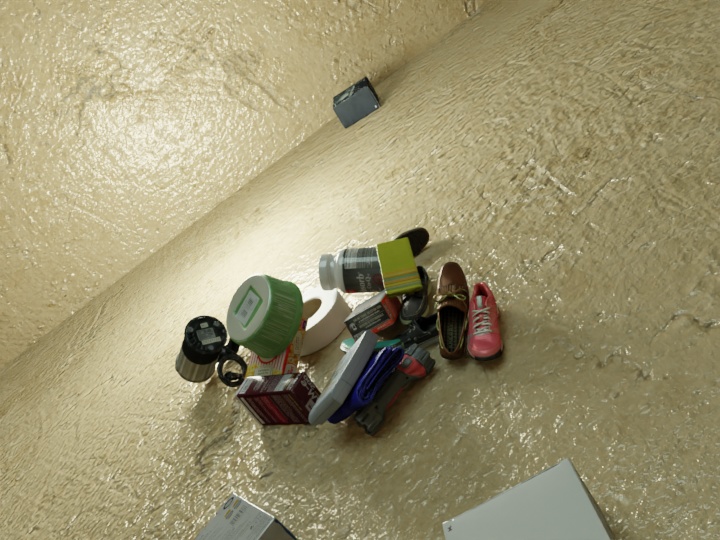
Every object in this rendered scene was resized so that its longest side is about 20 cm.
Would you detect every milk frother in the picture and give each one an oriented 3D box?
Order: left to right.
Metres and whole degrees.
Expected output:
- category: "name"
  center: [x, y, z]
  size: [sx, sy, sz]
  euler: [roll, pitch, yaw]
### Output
- category: "milk frother"
  center: [-0.411, 0.258, 1.882]
  size: [0.188, 0.179, 0.201]
  euler: [121, 147, -50]

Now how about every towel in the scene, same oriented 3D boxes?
- category: "towel"
  center: [0.002, 0.232, 1.385]
  size: [0.148, 0.050, 0.200]
  euler: [-47, -1, -32]
- category: "towel"
  center: [0.090, -0.009, 1.622]
  size: [0.085, 0.018, 0.201]
  euler: [-11, 38, 1]

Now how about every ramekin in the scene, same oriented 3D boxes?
- category: "ramekin"
  center: [-0.241, 0.105, 1.671]
  size: [0.199, 0.097, 0.202]
  euler: [-25, 53, 37]

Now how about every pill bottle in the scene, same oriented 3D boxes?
- category: "pill bottle"
  center: [0.000, 0.000, 1.745]
  size: [0.198, 0.117, 0.116]
  euler: [-3, 33, 12]

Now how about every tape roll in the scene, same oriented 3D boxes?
- category: "tape roll"
  center: [-0.125, 0.130, 1.803]
  size: [0.201, 0.071, 0.203]
  euler: [-29, 26, 15]

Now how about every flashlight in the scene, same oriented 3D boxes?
- category: "flashlight"
  center: [0.069, 0.242, 1.374]
  size: [0.200, 0.068, 0.068]
  euler: [-50, 3, -17]

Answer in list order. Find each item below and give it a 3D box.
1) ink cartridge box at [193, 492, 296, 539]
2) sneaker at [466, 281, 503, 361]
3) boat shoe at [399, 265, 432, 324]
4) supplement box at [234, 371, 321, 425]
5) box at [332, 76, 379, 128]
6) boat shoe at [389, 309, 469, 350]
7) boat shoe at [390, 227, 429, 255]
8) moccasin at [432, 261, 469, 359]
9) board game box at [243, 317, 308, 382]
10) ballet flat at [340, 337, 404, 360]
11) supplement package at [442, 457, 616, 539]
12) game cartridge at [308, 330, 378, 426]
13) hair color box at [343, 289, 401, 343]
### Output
- category: "ink cartridge box"
  center: [-0.230, 0.504, 1.268]
  size: [0.199, 0.077, 0.137]
  euler: [3, 44, 52]
- category: "sneaker"
  center: [0.239, 0.098, 1.359]
  size: [0.073, 0.087, 0.201]
  euler: [-11, 31, 14]
- category: "boat shoe"
  center: [0.124, 0.056, 1.593]
  size: [0.073, 0.065, 0.200]
  euler: [-12, 24, 16]
- category: "supplement box"
  center: [-0.180, 0.292, 1.540]
  size: [0.199, 0.109, 0.061]
  euler: [-11, 33, 40]
- category: "box"
  center: [-0.022, -0.805, 3.263]
  size: [0.199, 0.124, 0.197]
  euler: [-29, 27, 13]
- category: "boat shoe"
  center: [0.138, 0.127, 1.478]
  size: [0.199, 0.066, 0.070]
  euler: [-21, 28, 28]
- category: "boat shoe"
  center: [0.097, -0.056, 1.861]
  size: [0.199, 0.072, 0.076]
  euler: [-32, 9, 5]
- category: "moccasin"
  center: [0.184, 0.078, 1.387]
  size: [0.073, 0.078, 0.203]
  euler: [6, 72, 9]
- category: "board game box"
  center: [-0.213, 0.214, 1.696]
  size: [0.151, 0.046, 0.202]
  euler: [-8, 64, 45]
- category: "ballet flat"
  center: [0.025, 0.189, 1.509]
  size: [0.074, 0.074, 0.199]
  euler: [-48, 24, -26]
- category: "supplement package"
  center: [0.228, 0.372, 0.879]
  size: [0.199, 0.111, 0.156]
  euler: [-32, 25, 10]
- category: "game cartridge"
  center: [-0.031, 0.213, 1.384]
  size: [0.133, 0.041, 0.200]
  euler: [-58, -1, 43]
- category: "hair color box"
  center: [0.033, 0.100, 1.583]
  size: [0.101, 0.062, 0.200]
  euler: [-30, 2, 13]
